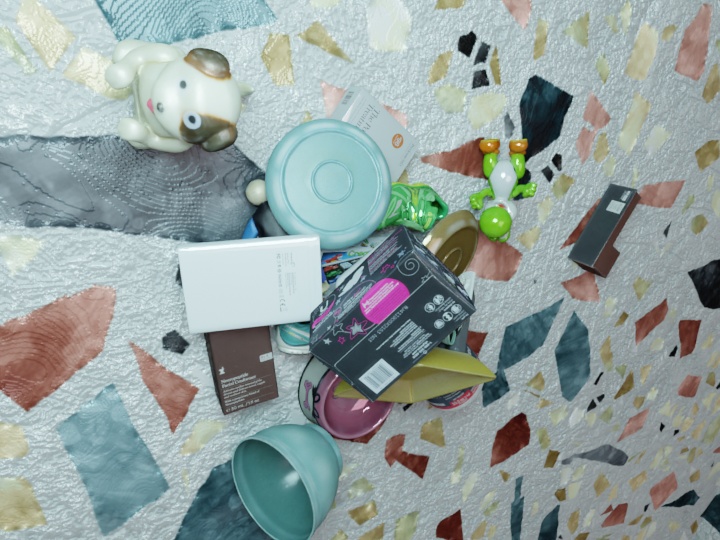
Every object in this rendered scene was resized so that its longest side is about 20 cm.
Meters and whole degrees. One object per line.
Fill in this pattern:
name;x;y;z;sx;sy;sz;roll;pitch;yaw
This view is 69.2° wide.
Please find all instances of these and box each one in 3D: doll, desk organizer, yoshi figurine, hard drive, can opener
doll;-0.127;-0.047;0.820;0.135;0.048;0.202;-24;98;7
desk organizer;0.579;-0.091;1.220;0.077;0.072;0.201;28;93;-36
yoshi figurine;0.268;-0.147;0.998;0.111;0.112;0.202;-9;108;-25
hard drive;-0.157;0.019;0.769;0.198;0.027;0.133;-6;111;-12
can opener;0.186;0.082;0.962;0.066;0.052;0.201;44;44;-22

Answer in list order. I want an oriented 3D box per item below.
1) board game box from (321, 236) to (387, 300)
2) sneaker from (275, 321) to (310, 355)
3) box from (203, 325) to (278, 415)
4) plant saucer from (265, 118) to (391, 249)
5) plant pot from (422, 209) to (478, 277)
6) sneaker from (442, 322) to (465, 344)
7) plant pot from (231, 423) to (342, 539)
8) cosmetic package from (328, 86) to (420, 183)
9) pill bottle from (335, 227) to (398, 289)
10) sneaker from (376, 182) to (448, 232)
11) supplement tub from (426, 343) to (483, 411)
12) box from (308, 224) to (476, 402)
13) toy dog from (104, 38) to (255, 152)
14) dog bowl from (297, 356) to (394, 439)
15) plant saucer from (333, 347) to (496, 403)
board game box;0.000;0.000;0.924;0.198;0.035;0.127;-3;132;-28
sneaker;-0.054;0.100;0.936;0.198;0.077;0.081;-5;101;-28
box;-0.200;0.125;0.861;0.099;0.075;0.202;-14;112;-23
plant saucer;-0.044;-0.133;0.794;0.198;0.027;0.203;0;89;-14
plant pot;0.163;-0.019;0.991;0.199;0.027;0.201;-32;142;-29
sneaker;0.096;0.105;0.903;0.200;0.118;0.074;-43;128;-1
plant pot;-0.116;0.360;0.940;0.134;0.199;0.203;-24;122;-51
cosmetic package;-0.010;-0.176;0.872;0.150;0.052;0.201;33;90;-37
pill bottle;0.029;0.034;0.855;0.199;0.120;0.120;-39;124;11
sneaker;0.088;-0.107;0.894;0.199;0.083;0.075;-21;138;-47
supplement tub;0.144;0.173;1.030;0.141;0.140;0.200;-47;123;-6
box;0.040;0.059;0.740;0.132;0.115;0.200;41;106;-19
toy dog;-0.215;-0.208;0.655;0.192;0.200;0.141;-1;109;-28
dog bowl;-0.015;0.230;1.002;0.198;0.074;0.202;-11;113;-26
plant saucer;0.086;0.170;0.860;0.199;0.199;0.049;16;57;-40
